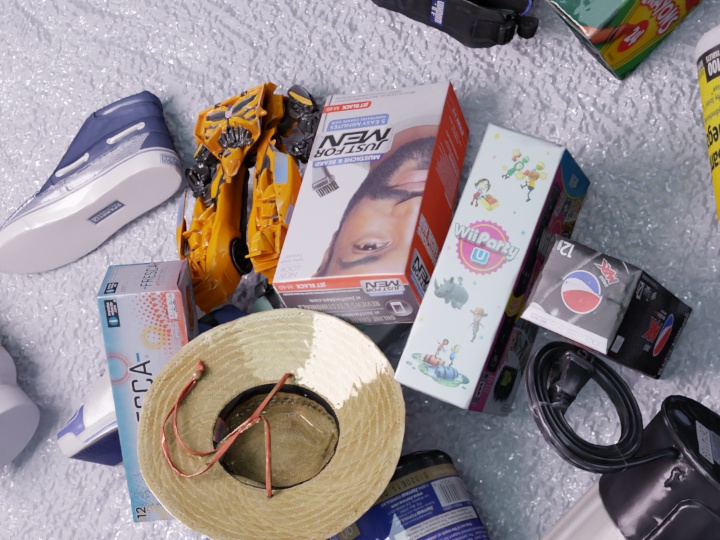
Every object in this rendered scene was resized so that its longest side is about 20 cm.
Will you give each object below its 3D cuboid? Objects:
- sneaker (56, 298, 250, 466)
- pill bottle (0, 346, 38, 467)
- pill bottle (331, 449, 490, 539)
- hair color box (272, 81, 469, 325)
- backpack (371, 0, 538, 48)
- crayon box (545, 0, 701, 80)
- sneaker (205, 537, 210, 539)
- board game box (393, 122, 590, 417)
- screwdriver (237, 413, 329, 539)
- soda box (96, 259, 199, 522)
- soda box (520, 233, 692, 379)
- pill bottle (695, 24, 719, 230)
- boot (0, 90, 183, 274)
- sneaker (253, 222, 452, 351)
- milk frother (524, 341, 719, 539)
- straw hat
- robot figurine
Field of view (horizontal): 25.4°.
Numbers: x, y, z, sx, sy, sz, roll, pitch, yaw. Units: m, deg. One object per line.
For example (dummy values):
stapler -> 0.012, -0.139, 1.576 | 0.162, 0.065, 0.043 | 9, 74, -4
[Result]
sneaker -> -0.176, 0.069, 1.349 | 0.199, 0.080, 0.115 | -40, 58, 14
pill bottle -> -0.374, 0.084, 1.389 | 0.200, 0.112, 0.113 | 42, 97, 22
pill bottle -> 0.058, 0.246, 1.204 | 0.112, 0.112, 0.201 | -31, 71, 14
hair color box -> 0.012, -0.053, 1.247 | 0.110, 0.064, 0.201 | -4, 50, 22
backpack -> 0.054, -0.298, 1.260 | 0.190, 0.200, 0.154 | 10, 54, 29
crayon box -> 0.239, -0.244, 1.206 | 0.200, 0.127, 0.051 | -46, 69, 9
sneaker -> -0.085, 0.206, 1.293 | 0.200, 0.076, 0.077 | -47, 62, -2
board game box -> 0.103, 0.005, 1.205 | 0.064, 0.147, 0.201 | 19, 89, 17
screwdriver -> -0.068, 0.166, 1.239 | 0.029, 0.028, 0.200 | -29, 78, -26
soda box -> -0.157, 0.096, 1.254 | 0.068, 0.064, 0.201 | -4, 112, 2
soda box -> 0.179, 0.030, 1.145 | 0.070, 0.200, 0.064 | 23, 90, 23
pill bottle -> 0.311, -0.080, 1.159 | 0.112, 0.112, 0.201 | -10, 78, 19
boot -> -0.246, -0.075, 1.406 | 0.199, 0.073, 0.091 | -27, 57, 15
sneaker -> 0.000, 0.000, 1.284 | 0.200, 0.074, 0.118 | -42, 76, 13
milk frother -> 0.159, 0.169, 1.112 | 0.200, 0.180, 0.188 | 44, 112, 10
straw hat -> -0.060, 0.130, 1.200 | 0.200, 0.085, 0.202 | -4, 63, 7
robot figurine -> -0.094, -0.071, 1.309 | 0.144, 0.058, 0.201 | -21, 51, 27
